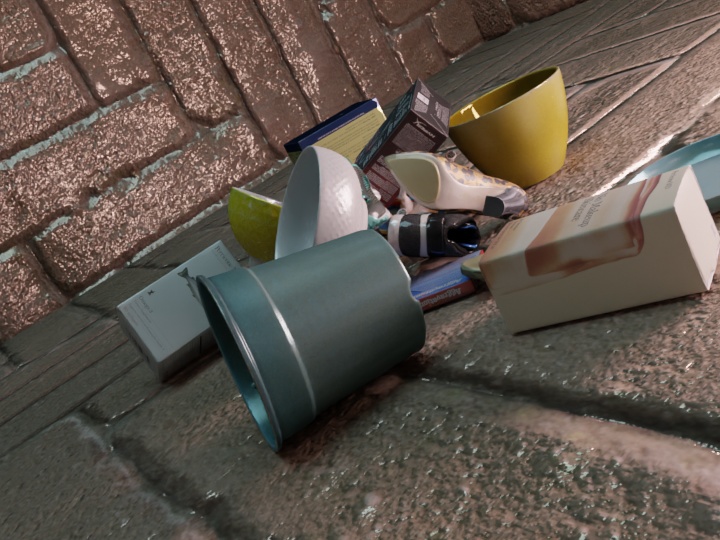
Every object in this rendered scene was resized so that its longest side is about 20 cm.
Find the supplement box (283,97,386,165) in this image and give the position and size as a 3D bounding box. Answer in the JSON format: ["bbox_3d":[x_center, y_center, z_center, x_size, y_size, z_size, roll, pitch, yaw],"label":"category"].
[{"bbox_3d":[-0.024,-0.231,1.709,0.199,0.201,0.134,-32,15,-13],"label":"supplement box"}]

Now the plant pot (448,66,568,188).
[{"bbox_3d":[0.251,-0.214,1.267,0.199,0.143,0.200,-27,15,8],"label":"plant pot"}]

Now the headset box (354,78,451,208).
[{"bbox_3d":[0.055,-0.189,1.278,0.200,0.075,0.149,-49,14,29],"label":"headset box"}]

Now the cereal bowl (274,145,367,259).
[{"bbox_3d":[-0.045,-0.053,1.017,0.083,0.202,0.200,11,3,-19],"label":"cereal bowl"}]

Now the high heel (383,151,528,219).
[{"bbox_3d":[0.139,-0.122,1.139,0.199,0.072,0.142,26,18,22],"label":"high heel"}]

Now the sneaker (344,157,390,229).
[{"bbox_3d":[-0.014,-0.106,1.135,0.077,0.092,0.200,-32,20,3],"label":"sneaker"}]

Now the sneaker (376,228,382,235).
[{"bbox_3d":[0.000,0.000,1.090,0.086,0.074,0.200,-27,10,13],"label":"sneaker"}]

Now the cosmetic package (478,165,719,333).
[{"bbox_3d":[0.229,-0.017,0.770,0.199,0.088,0.103,-17,18,36],"label":"cosmetic package"}]

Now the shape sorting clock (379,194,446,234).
[{"bbox_3d":[0.047,-0.107,1.343,0.198,0.040,0.200,3,23,-1],"label":"shape sorting clock"}]

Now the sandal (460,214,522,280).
[{"bbox_3d":[0.202,-0.046,0.959,0.200,0.058,0.080,-29,20,-15],"label":"sandal"}]

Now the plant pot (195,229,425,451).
[{"bbox_3d":[-0.047,0.060,0.858,0.195,0.202,0.200,-24,13,-16],"label":"plant pot"}]

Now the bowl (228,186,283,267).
[{"bbox_3d":[-0.121,-0.047,1.223,0.200,0.199,0.109,-146,75,-73],"label":"bowl"}]

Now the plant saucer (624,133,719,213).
[{"bbox_3d":[0.389,-0.106,0.885,0.199,0.028,0.200,-27,16,8],"label":"plant saucer"}]

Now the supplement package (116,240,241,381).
[{"bbox_3d":[-0.278,0.066,1.298,0.200,0.117,0.117,-36,-11,-23],"label":"supplement package"}]

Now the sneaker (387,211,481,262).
[{"bbox_3d":[0.118,-0.044,1.108,0.111,0.074,0.200,3,6,20],"label":"sneaker"}]

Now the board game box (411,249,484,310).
[{"bbox_3d":[0.065,0.033,1.035,0.199,0.020,0.103,-22,14,25],"label":"board game box"}]

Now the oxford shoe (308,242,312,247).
[{"bbox_3d":[-0.089,0.036,1.113,0.201,0.074,0.071,-55,-11,-16],"label":"oxford shoe"}]

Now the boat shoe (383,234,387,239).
[{"bbox_3d":[-0.024,-0.060,1.351,0.198,0.065,0.073,-14,3,1],"label":"boat shoe"}]

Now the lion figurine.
[{"bbox_3d":[0.113,-0.109,1.244,0.199,0.073,0.123,-26,-26,-7],"label":"lion figurine"}]
